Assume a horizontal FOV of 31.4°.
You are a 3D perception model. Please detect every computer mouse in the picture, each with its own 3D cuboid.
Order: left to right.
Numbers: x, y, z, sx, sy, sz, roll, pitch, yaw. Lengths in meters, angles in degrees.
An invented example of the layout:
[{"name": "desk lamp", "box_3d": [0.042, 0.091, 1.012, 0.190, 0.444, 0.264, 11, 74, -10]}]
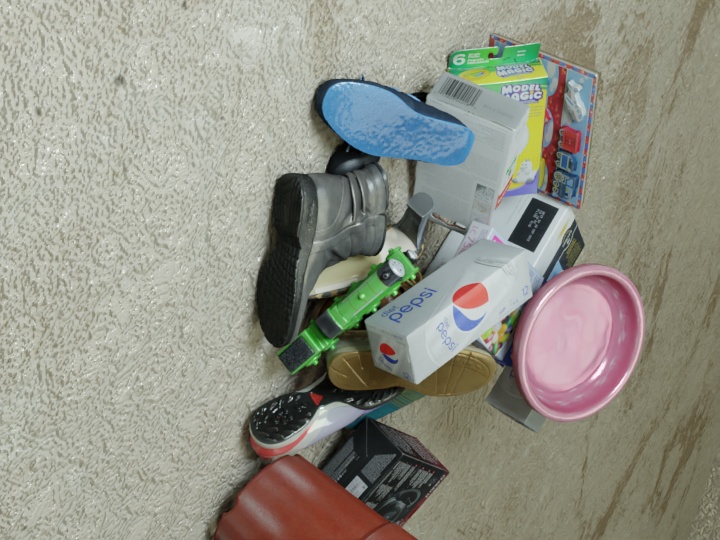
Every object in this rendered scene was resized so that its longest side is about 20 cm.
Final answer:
[{"name": "computer mouse", "box_3d": [0.033, -0.145, 1.431, 0.200, 0.034, 0.059, -42, 144, -37]}]

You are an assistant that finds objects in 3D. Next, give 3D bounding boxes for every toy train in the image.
[{"name": "toy train", "box_3d": [-0.015, 0.044, 1.382, 0.200, 0.042, 0.056, -42, 174, 27]}]

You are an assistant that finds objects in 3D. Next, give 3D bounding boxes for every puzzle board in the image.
[{"name": "puzzle board", "box_3d": [0.218, -0.182, 1.589, 0.017, 0.150, 0.201, -40, 145, -37]}]

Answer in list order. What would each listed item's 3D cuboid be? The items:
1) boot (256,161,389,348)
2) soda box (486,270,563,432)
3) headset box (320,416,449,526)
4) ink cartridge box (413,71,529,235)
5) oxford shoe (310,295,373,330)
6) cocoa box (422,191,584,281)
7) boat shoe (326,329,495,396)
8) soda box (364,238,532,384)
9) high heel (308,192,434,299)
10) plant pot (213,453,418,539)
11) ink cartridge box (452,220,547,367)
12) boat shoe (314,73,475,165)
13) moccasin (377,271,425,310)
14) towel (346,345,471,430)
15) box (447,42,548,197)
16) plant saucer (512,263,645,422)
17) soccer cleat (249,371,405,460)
[{"name": "boot", "box_3d": [-0.032, -0.013, 1.357, 0.131, 0.070, 0.201, -7, 122, -38]}, {"name": "soda box", "box_3d": [0.247, 0.106, 1.672, 0.201, 0.063, 0.068, -59, 151, -3]}, {"name": "headset box", "box_3d": [0.022, 0.286, 1.694, 0.149, 0.077, 0.200, -49, 153, 5]}, {"name": "ink cartridge box", "box_3d": [0.124, -0.128, 1.498, 0.050, 0.109, 0.201, -56, 164, -35]}, {"name": "oxford shoe", "box_3d": [0.004, 0.072, 1.525, 0.072, 0.071, 0.200, -60, 150, -4]}, {"name": "cocoa box", "box_3d": [0.189, -0.003, 1.708, 0.201, 0.133, 0.131, -58, 152, -10]}, {"name": "boat shoe", "box_3d": [0.056, 0.095, 1.464, 0.199, 0.069, 0.074, 5, 122, -17]}, {"name": "soda box", "box_3d": [0.100, 0.041, 1.409, 0.200, 0.068, 0.064, -33, 125, -32]}, {"name": "high heel", "box_3d": [0.000, 0.000, 1.481, 0.200, 0.071, 0.143, -35, 164, -22]}, {"name": "plant pot", "box_3d": [-0.052, 0.328, 1.481, 0.201, 0.195, 0.201, -42, 158, -22]}, {"name": "ink cartridge box", "box_3d": [0.167, 0.037, 1.556, 0.200, 0.042, 0.120, 40, 75, -50]}, {"name": "boat shoe", "box_3d": [0.028, -0.155, 1.362, 0.199, 0.069, 0.084, 21, 105, -37]}, {"name": "moccasin", "box_3d": [0.062, 0.035, 1.545, 0.077, 0.074, 0.201, -30, 165, 16]}, {"name": "towel", "box_3d": [0.048, 0.137, 1.585, 0.199, 0.022, 0.147, -28, 155, 12]}, {"name": "box", "box_3d": [0.162, -0.178, 1.544, 0.117, 0.048, 0.201, -8, 129, -7]}, {"name": "plant saucer", "box_3d": [0.262, 0.085, 1.586, 0.200, 0.051, 0.202, -10, 110, -29]}, {"name": "soccer cleat", "box_3d": [-0.037, 0.160, 1.490, 0.199, 0.068, 0.073, -24, 153, -18]}]
